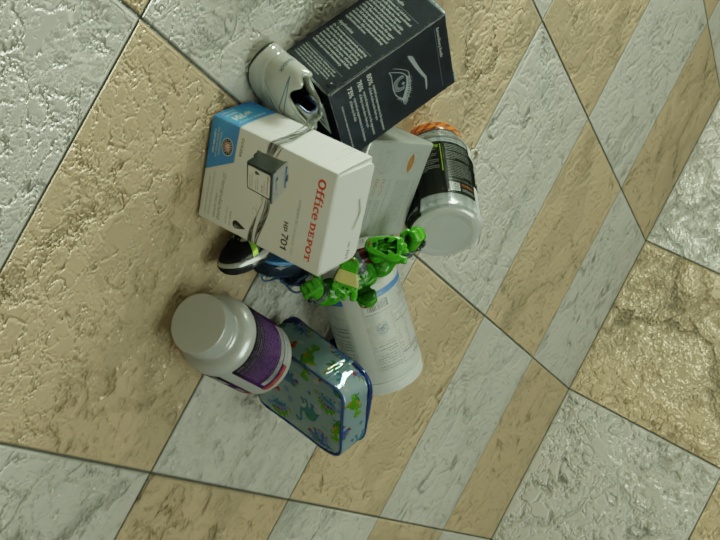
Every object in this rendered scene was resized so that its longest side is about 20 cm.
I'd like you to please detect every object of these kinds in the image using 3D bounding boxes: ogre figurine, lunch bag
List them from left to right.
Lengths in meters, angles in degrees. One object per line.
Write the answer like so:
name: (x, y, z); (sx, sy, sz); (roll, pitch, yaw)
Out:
lunch bag: (-0.074, 0.179, 1.822); (0.082, 0.199, 0.162); (-31, 139, -37)
ogre figurine: (0.000, 0.000, 1.763); (0.200, 0.098, 0.120); (-48, 178, -16)

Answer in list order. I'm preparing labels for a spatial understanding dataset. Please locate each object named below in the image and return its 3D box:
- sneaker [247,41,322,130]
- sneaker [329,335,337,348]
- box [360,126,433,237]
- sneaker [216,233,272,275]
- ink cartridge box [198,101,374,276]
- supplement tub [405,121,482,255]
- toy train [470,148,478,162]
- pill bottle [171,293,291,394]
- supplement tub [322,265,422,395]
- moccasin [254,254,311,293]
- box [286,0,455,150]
sneaker: (-0.089, -0.204, 1.558); (0.075, 0.087, 0.201); (-47, 151, -18)
sneaker: (-0.019, 0.113, 2.027); (0.200, 0.070, 0.079); (-41, 142, -50)
box: (-0.001, -0.139, 1.765); (0.199, 0.106, 0.154); (-7, 120, -61)
sneaker: (-0.139, -0.081, 1.633); (0.200, 0.071, 0.083); (-50, 128, -28)
ink cartridge box: (-0.096, -0.105, 1.506); (0.086, 0.199, 0.148); (-27, 137, -51)
supplement tub: (0.125, -0.134, 1.905); (0.123, 0.121, 0.202); (81, 4, -52)
toy train: (0.126, -0.139, 2.078); (0.201, 0.055, 0.150); (-63, 156, 6)
pill bottle: (-0.180, 0.098, 1.645); (0.112, 0.111, 0.200); (-60, 155, -6)
supplement tub: (0.017, 0.083, 1.915); (0.132, 0.131, 0.202); (-39, 123, -40)
moccasin: (-0.093, -0.004, 1.753); (0.199, 0.080, 0.069); (-10, 127, -59)
box: (0.018, -0.275, 1.608); (0.199, 0.104, 0.148); (-36, 150, -12)
